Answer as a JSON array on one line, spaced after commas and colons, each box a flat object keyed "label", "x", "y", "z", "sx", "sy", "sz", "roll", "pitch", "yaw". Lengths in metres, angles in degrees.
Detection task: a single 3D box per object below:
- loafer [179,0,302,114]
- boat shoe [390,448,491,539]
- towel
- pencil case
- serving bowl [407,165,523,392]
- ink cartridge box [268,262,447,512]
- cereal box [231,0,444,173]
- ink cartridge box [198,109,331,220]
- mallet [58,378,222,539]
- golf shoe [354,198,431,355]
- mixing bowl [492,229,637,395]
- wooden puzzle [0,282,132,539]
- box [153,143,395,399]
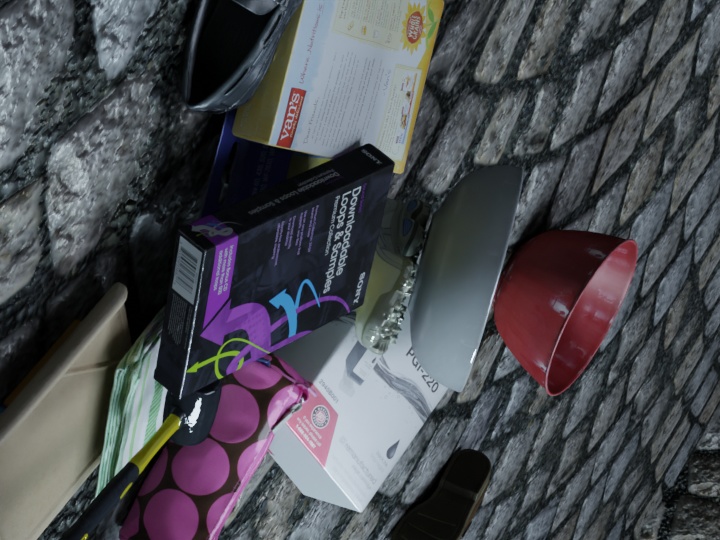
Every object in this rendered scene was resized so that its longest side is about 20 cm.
[{"label": "loafer", "x": -0.071, "y": -0.197, "z": 1.461, "sx": 0.202, "sy": 0.068, "sz": 0.070, "roll": -66, "pitch": 169, "yaw": 23}, {"label": "boat shoe", "x": 0.099, "y": 0.306, "z": 2.551, "sx": 0.200, "sy": 0.072, "sz": 0.068, "roll": -46, "pitch": 155, "yaw": -35}, {"label": "towel", "x": -0.148, "y": 0.079, "z": 1.654, "sx": 0.200, "sy": 0.023, "sz": 0.153, "roll": -56, "pitch": 163, "yaw": -53}, {"label": "pencil case", "x": -0.120, "y": 0.160, "z": 1.791, "sx": 0.201, "sy": 0.093, "sz": 0.091, "roll": -61, "pitch": 159, "yaw": 1}, {"label": "serving bowl", "x": 0.083, "y": 0.000, "z": 1.832, "sx": 0.200, "sy": 0.065, "sz": 0.202, "roll": -165, "pitch": -90, "yaw": -89}, {"label": "ink cartridge box", "x": -0.003, "y": 0.093, "z": 1.920, "sx": 0.201, "sy": 0.084, "sz": 0.146, "roll": -55, "pitch": 130, "yaw": -22}, {"label": "cereal box", "x": -0.013, "y": -0.156, "z": 1.601, "sx": 0.200, "sy": 0.039, "sz": 0.145, "roll": 9, "pitch": 97, "yaw": -59}, {"label": "ink cartridge box", "x": -0.055, "y": -0.069, "z": 1.663, "sx": 0.200, "sy": 0.047, "sz": 0.199, "roll": -5, "pitch": 111, "yaw": -69}, {"label": "mallet", "x": -0.166, "y": 0.149, "z": 1.577, "sx": 0.200, "sy": 0.041, "sz": 0.066, "roll": -53, "pitch": 165, "yaw": -38}, {"label": "golf shoe", "x": 0.000, "y": 0.000, "z": 1.797, "sx": 0.200, "sy": 0.096, "sz": 0.079, "roll": -77, "pitch": -177, "yaw": -60}, {"label": "mixing bowl", "x": 0.221, "y": 0.029, "z": 2.426, "sx": 0.200, "sy": 0.108, "sz": 0.201, "roll": -49, "pitch": 158, "yaw": -28}, {"label": "wooden puzzle", "x": -0.229, "y": 0.119, "z": 1.560, "sx": 0.185, "sy": 0.037, "sz": 0.201, "roll": -51, "pitch": 163, "yaw": -28}, {"label": "box", "x": -0.063, "y": -0.001, "z": 1.584, "sx": 0.199, "sy": 0.036, "sz": 0.144, "roll": -28, "pitch": 143, "yaw": -40}]
